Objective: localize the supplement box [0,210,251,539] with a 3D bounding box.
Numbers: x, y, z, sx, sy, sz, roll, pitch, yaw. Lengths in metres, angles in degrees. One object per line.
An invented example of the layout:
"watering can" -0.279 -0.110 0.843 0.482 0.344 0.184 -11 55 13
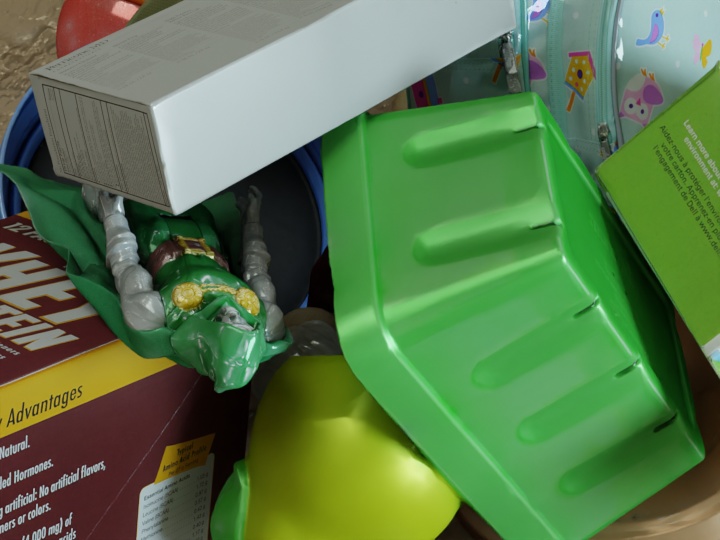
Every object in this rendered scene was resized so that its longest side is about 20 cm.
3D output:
"supplement box" -0.160 0.103 0.749 0.132 0.202 0.197 19 23 31

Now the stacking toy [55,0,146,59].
"stacking toy" -0.141 -0.108 1.036 0.145 0.146 0.202 16 74 29

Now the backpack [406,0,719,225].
"backpack" 0.103 -0.117 0.853 0.152 0.202 0.175 -6 13 43

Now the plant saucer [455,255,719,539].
"plant saucer" 0.129 0.063 0.848 0.198 0.032 0.202 -10 49 11

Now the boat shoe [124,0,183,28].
"boat shoe" -0.033 -0.154 0.902 0.199 0.068 0.075 -34 31 23

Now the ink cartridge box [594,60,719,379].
"ink cartridge box" 0.205 0.025 0.742 0.076 0.147 0.201 -41 60 24

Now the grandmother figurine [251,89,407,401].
"grandmother figurine" 0.000 0.000 0.882 0.060 0.122 0.201 7 41 23

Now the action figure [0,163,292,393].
"action figure" -0.076 -0.008 0.712 0.117 0.055 0.200 2 26 -25

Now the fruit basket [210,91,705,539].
"fruit basket" 0.025 0.047 0.748 0.213 0.217 0.157 -12 49 9

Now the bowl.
"bowl" -0.097 -0.035 0.940 0.198 0.039 0.203 8 62 -14

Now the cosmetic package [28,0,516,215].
"cosmetic package" -0.031 -0.091 0.723 0.199 0.051 0.082 -32 35 -34
